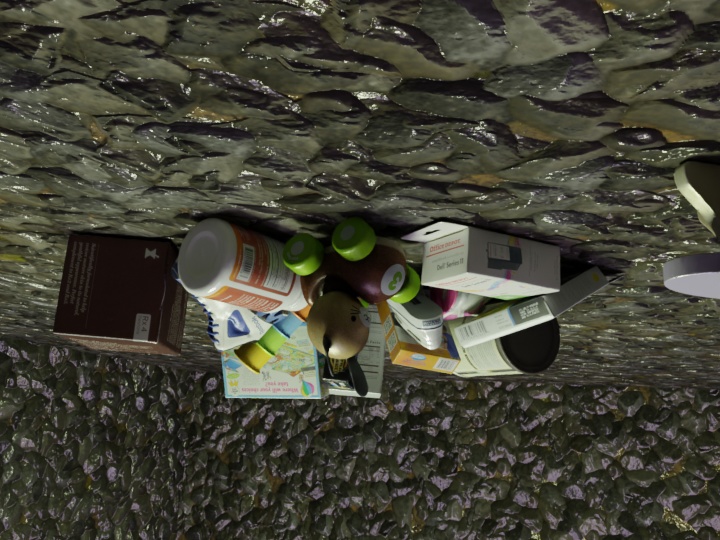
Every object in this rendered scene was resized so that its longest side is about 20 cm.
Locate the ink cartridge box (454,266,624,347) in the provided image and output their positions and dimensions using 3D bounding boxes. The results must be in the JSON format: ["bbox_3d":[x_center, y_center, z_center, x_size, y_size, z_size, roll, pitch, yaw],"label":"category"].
[{"bbox_3d":[0.281,0.051,1.202,0.200,0.047,0.198,-25,176,-39],"label":"ink cartridge box"}]

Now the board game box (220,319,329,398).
[{"bbox_3d":[-0.157,0.159,1.355,0.200,0.135,0.034,-4,-177,25],"label":"board game box"}]

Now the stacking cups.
[{"bbox_3d":[-0.129,0.081,1.289,0.060,0.200,0.061,41,179,1],"label":"stacking cups"}]

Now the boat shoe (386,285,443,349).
[{"bbox_3d":[0.086,0.072,1.271,0.073,0.065,0.200,-10,-159,-7],"label":"boat shoe"}]

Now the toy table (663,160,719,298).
[{"bbox_3d":[0.393,-0.039,0.741,0.200,0.117,0.184,9,166,-22],"label":"toy table"}]

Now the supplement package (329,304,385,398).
[{"bbox_3d":[-0.027,0.138,1.475,0.150,0.200,0.152,5,168,1],"label":"supplement package"}]

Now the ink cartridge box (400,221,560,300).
[{"bbox_3d":[0.164,-0.009,1.058,0.200,0.067,0.117,10,166,-26],"label":"ink cartridge box"}]

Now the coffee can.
[{"bbox_3d":[0.260,0.129,1.462,0.146,0.147,0.200,11,166,-27],"label":"coffee can"}]

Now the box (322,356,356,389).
[{"bbox_3d":[-0.024,0.097,1.293,0.046,0.200,0.159,7,167,4],"label":"box"}]

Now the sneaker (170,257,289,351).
[{"bbox_3d":[-0.221,0.066,1.207,0.199,0.115,0.081,31,-171,-30],"label":"sneaker"}]

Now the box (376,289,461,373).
[{"bbox_3d":[0.095,0.090,1.348,0.119,0.200,0.042,12,128,-23],"label":"box"}]

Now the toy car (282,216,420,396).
[{"bbox_3d":[-0.012,0.061,1.028,0.158,0.200,0.164,-16,145,26],"label":"toy car"}]

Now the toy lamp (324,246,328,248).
[{"bbox_3d":[0.000,0.000,1.191,0.200,0.058,0.058,13,165,-43],"label":"toy lamp"}]

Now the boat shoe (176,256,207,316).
[{"bbox_3d":[-0.235,0.046,1.273,0.072,0.068,0.200,-8,139,39],"label":"boat shoe"}]

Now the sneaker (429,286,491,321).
[{"bbox_3d":[0.168,0.047,1.277,0.088,0.082,0.200,0,174,-9],"label":"sneaker"}]

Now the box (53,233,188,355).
[{"bbox_3d":[-0.389,0.047,1.274,0.164,0.166,0.200,5,167,-1],"label":"box"}]

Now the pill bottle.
[{"bbox_3d":[-0.158,0.001,1.114,0.112,0.112,0.200,-5,164,36],"label":"pill bottle"}]
